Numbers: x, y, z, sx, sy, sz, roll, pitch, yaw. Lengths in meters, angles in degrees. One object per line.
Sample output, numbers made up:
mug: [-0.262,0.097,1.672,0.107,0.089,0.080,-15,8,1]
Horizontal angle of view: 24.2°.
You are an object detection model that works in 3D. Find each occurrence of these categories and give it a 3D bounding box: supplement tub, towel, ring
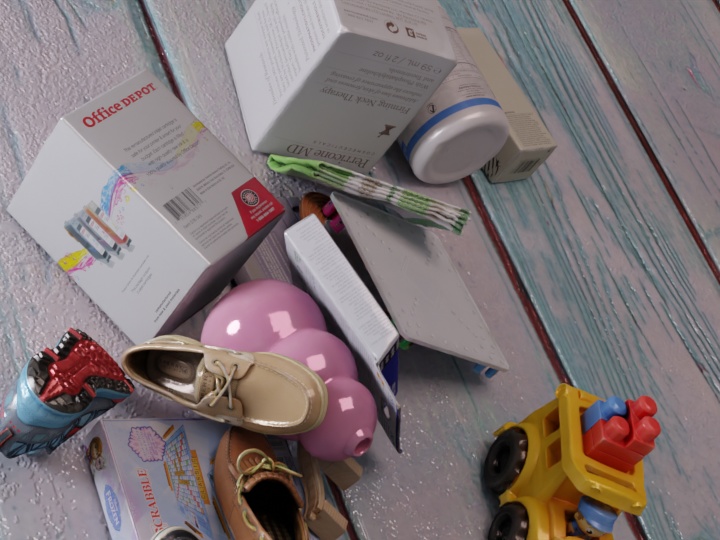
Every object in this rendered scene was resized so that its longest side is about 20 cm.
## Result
supplement tub: [0.083,-0.219,2.023,0.131,0.132,0.201,-4,56,-42]
towel: [0.008,-0.083,1.854,0.198,0.149,0.031,17,88,-25]
ring: [0.000,0.000,1.796,0.200,0.019,0.201,45,19,-20]

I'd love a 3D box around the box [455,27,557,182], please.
box: [0.159,-0.212,2.132,0.082,0.068,0.201,-8,60,-45]

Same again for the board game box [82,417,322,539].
board game box: [-0.130,0.226,1.497,0.198,0.041,0.202,4,52,-39]

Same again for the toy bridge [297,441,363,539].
toy bridge: [-0.029,0.179,1.597,0.067,0.027,0.200,46,24,-13]

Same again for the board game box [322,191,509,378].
board game box: [0.059,0.019,1.811,0.199,0.026,0.201,20,36,-50]

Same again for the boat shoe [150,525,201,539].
boat shoe: [-0.115,0.301,1.374,0.074,0.062,0.202,-24,93,-39]

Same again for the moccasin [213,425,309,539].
moccasin: [-0.083,0.199,1.448,0.073,0.078,0.202,17,28,-20]

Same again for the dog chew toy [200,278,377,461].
dog chew toy: [-0.060,0.099,1.551,0.124,0.125,0.200,-10,44,-45]

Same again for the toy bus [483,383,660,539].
toy bus: [0.231,0.216,1.698,0.135,0.192,0.202,25,43,-22]

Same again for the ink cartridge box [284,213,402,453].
ink cartridge box: [-0.001,0.064,1.606,0.040,0.200,0.201,-31,75,-9]

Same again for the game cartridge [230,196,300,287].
game cartridge: [-0.075,0.014,1.752,0.129,0.038,0.201,-9,61,-40]

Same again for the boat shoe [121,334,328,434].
boat shoe: [-0.122,0.104,1.485,0.198,0.072,0.064,10,4,29]

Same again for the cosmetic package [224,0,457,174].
cosmetic package: [-0.025,-0.246,1.899,0.166,0.200,0.168,9,48,-34]

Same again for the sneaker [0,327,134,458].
sneaker: [-0.269,0.111,1.458,0.079,0.095,0.200,48,12,6]

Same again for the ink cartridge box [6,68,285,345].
ink cartridge box: [-0.207,-0.060,1.614,0.200,0.145,0.145,46,39,4]
